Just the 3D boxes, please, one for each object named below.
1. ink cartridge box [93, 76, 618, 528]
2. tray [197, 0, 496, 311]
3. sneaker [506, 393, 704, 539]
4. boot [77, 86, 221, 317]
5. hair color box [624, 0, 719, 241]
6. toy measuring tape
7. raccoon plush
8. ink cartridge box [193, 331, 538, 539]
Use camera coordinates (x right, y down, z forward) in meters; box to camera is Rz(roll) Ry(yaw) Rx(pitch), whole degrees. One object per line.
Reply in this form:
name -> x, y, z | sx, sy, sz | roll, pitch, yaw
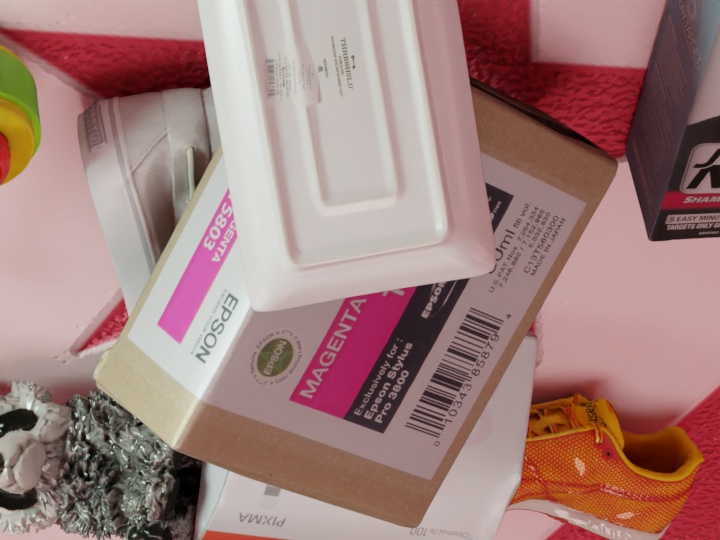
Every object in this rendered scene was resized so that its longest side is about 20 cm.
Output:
ink cartridge box -> 0.000, 0.000, 1.225 | 0.164, 0.075, 0.201 | 21, 101, -43
tray -> -0.010, -0.086, 1.124 | 0.107, 0.022, 0.201 | -10, 100, 0
sneaker -> 0.095, 0.095, 1.484 | 0.199, 0.073, 0.077 | 9, 118, -31
boot -> -0.065, -0.008, 1.280 | 0.095, 0.074, 0.201 | -12, 140, 1
hair color box -> 0.190, -0.098, 1.237 | 0.098, 0.061, 0.201 | -3, 143, -10
toy measuring tape -> -0.180, -0.044, 1.212 | 0.073, 0.074, 0.200 | 0, 143, -14
raccoon plush -> -0.133, 0.114, 1.428 | 0.133, 0.097, 0.200 | 3, 160, 20
ink cartridge box -> -0.001, 0.119, 1.383 | 0.162, 0.201, 0.057 | 8, 174, -24
